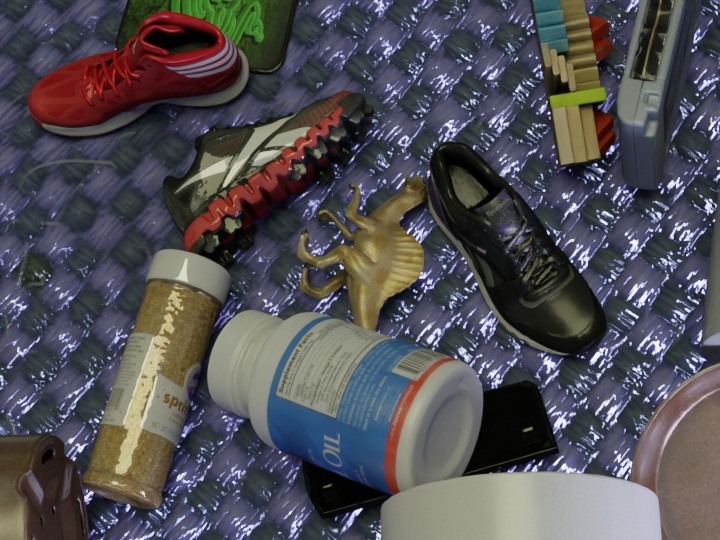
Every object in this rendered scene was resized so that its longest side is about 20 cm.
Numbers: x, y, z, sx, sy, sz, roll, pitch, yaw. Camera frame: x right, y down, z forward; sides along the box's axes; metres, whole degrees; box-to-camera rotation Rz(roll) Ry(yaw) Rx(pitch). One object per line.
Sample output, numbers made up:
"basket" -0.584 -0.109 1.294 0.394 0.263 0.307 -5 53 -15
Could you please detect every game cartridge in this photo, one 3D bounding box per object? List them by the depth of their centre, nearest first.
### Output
"game cartridge" 0.242 -0.175 1.262 0.040 0.133 0.202 9 69 20

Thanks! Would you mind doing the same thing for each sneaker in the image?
"sneaker" 0.116 -0.018 1.246 0.076 0.088 0.200 -38 69 -7
"sneaker" -0.084 -0.096 1.317 0.200 0.071 0.098 -39 71 -5
"sneaker" -0.202 -0.179 1.342 0.198 0.116 0.079 -15 71 4

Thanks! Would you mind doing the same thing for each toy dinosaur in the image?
"toy dinosaur" 0.000 0.000 1.275 0.100 0.058 0.202 11 71 12

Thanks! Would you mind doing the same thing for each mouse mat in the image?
"mouse mat" -0.128 -0.275 1.429 0.159 0.008 0.202 7 71 12

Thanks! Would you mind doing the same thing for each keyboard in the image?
"keyboard" 0.056 0.157 1.226 0.198 0.040 0.105 -16 44 4

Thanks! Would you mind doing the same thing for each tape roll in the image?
"tape roll" 0.113 0.232 1.090 0.200 0.203 0.141 -3 68 8

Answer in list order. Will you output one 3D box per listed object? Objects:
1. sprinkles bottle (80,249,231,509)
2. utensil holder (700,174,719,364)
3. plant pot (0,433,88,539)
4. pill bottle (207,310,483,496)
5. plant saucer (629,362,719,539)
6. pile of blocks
"sprinkles bottle" -0.163 0.086 1.262 0.068 0.068 0.202 12 72 13
"utensil holder" 0.345 -0.027 1.171 0.168 0.170 0.202 8 72 12
"plant pot" -0.316 0.206 1.166 0.196 0.201 0.202 -7 68 7
"pill bottle" -0.016 0.096 1.201 0.199 0.112 0.113 17 72 32
"plant saucer" 0.298 0.162 1.151 0.198 0.034 0.203 0 90 13
"pile of blocks" 0.180 -0.178 1.301 0.061 0.082 0.202 -9 67 5
